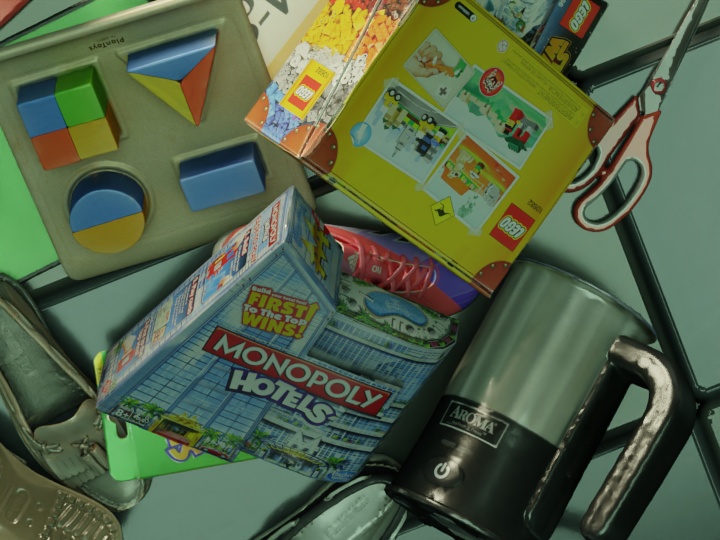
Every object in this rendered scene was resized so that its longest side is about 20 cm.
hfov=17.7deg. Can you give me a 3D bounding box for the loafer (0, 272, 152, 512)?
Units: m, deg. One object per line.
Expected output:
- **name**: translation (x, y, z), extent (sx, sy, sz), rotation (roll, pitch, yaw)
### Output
- **loafer**: translation (-0.219, 0.092, 1.626), extent (0.072, 0.063, 0.200), rotation (-35, 99, -1)

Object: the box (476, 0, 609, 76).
- **box**: translation (0.068, -0.131, 1.592), extent (0.137, 0.040, 0.200), rotation (27, 96, -38)

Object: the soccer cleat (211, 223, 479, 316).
- **soccer cleat**: translation (0.000, 0.000, 1.601), extent (0.200, 0.073, 0.068), rotation (6, 81, -20)

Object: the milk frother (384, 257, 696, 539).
- **milk frother**: translation (0.145, 0.125, 1.621), extent (0.180, 0.200, 0.188), rotation (26, 79, 19)

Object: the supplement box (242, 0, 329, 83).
- **supplement box**: translation (-0.075, -0.216, 1.592), extent (0.200, 0.074, 0.126), rotation (37, 94, -6)

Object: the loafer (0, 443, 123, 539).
- **loafer**: translation (-0.259, 0.164, 1.633), extent (0.200, 0.068, 0.076), rotation (32, 68, 9)

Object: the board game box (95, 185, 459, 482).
- **board game box**: translation (-0.045, 0.047, 1.540), extent (0.200, 0.062, 0.200), rotation (22, 130, -15)

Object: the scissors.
- **scissors**: translation (0.211, -0.117, 1.646), extent (0.073, 0.014, 0.200), rotation (42, 93, -4)

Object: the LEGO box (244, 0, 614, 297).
- **LEGO box**: translation (0.049, -0.098, 1.519), extent (0.200, 0.077, 0.149), rotation (35, 91, -39)

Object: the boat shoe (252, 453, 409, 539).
- **boat shoe**: translation (-0.040, 0.214, 1.651), extent (0.200, 0.060, 0.074), rotation (-41, 96, 3)

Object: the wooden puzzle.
- **wooden puzzle**: translation (-0.143, -0.084, 1.567), extent (0.185, 0.046, 0.200), rotation (-16, 125, 7)

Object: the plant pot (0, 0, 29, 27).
- **plant pot**: translation (-0.309, -0.245, 1.530), extent (0.200, 0.200, 0.177), rotation (-42, 86, 3)

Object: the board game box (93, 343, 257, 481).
- **board game box**: translation (-0.086, 0.086, 1.634), extent (0.200, 0.030, 0.096), rotation (-9, 97, -15)

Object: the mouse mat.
- **mouse mat**: translation (-0.209, -0.095, 1.635), extent (0.200, 0.008, 0.161), rotation (-26, 97, 0)
